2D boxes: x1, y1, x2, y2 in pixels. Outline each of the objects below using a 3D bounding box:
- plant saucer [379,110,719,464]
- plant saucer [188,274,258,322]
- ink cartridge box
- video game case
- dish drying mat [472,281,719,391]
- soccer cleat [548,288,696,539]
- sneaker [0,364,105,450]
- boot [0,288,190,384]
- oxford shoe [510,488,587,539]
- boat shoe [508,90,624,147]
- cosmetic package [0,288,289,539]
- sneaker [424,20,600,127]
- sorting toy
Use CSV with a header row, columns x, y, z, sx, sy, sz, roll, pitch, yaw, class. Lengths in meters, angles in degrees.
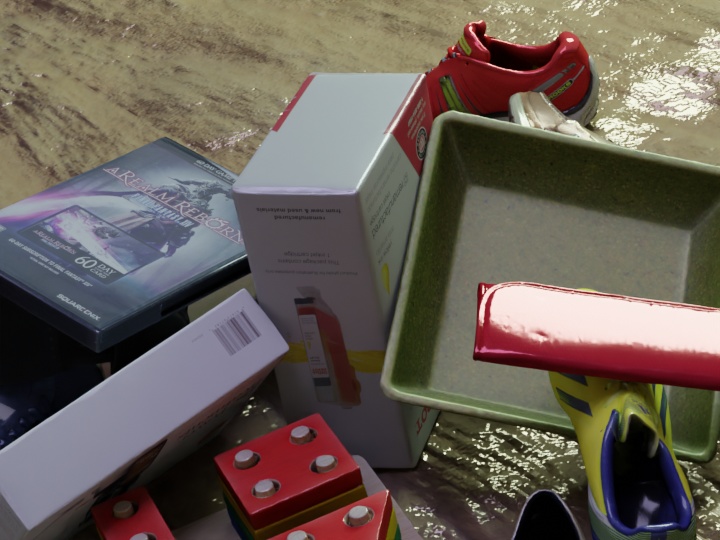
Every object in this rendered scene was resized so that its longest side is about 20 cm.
x,y,z,sx,sy,sz,roll,pitch,yaw,class
0.122,0.017,1.475,0.198,0.048,0.201,12,61,1,plant saucer
-0.083,0.008,1.645,0.199,0.032,0.200,-30,18,11,plant saucer
0.000,0.000,1.506,0.083,0.201,0.145,1,33,20,ink cartridge box
-0.142,-0.021,1.543,0.142,0.019,0.199,28,39,31,video game case
0.162,0.038,1.361,0.198,0.018,0.077,8,32,0,dish drying mat
0.147,0.083,1.360,0.064,0.084,0.201,-6,53,-6,soccer cleat
-0.235,0.124,1.539,0.199,0.075,0.084,-33,39,-17,sneaker
-0.188,-0.004,1.588,0.198,0.070,0.175,4,33,-5,boot
0.094,0.193,1.268,0.070,0.075,0.201,-11,31,5,oxford shoe
0.149,-0.058,1.670,0.071,0.076,0.201,-13,39,-5,boat shoe
-0.149,0.105,1.462,0.199,0.052,0.151,-34,-6,-29,cosmetic package
0.078,-0.143,1.820,0.198,0.085,0.077,-5,31,16,sneaker
-0.059,0.173,1.374,0.199,0.070,0.199,-22,31,-12,sorting toy
